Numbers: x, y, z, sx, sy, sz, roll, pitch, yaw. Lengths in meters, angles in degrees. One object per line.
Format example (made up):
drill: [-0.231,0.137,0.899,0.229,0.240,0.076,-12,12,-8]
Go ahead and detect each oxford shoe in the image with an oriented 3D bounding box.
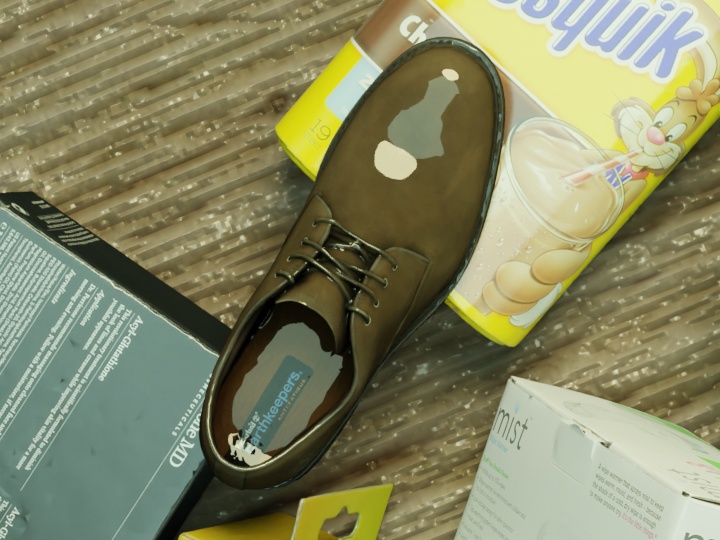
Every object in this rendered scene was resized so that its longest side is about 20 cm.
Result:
oxford shoe: [0.000,0.000,1.062,0.072,0.084,0.201,26,91,3]

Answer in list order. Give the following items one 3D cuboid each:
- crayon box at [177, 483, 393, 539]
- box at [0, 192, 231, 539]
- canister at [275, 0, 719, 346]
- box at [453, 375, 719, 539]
crayon box: [-0.057,0.177,1.137,0.051,0.127,0.201,22,95,17]
box: [-0.148,0.088,1.163,0.141,0.079,0.201,35,96,6]
canister: [0.079,-0.087,1.129,0.148,0.087,0.200,42,99,4]
box: [0.100,0.154,1.072,0.096,0.200,0.178,17,94,-18]
